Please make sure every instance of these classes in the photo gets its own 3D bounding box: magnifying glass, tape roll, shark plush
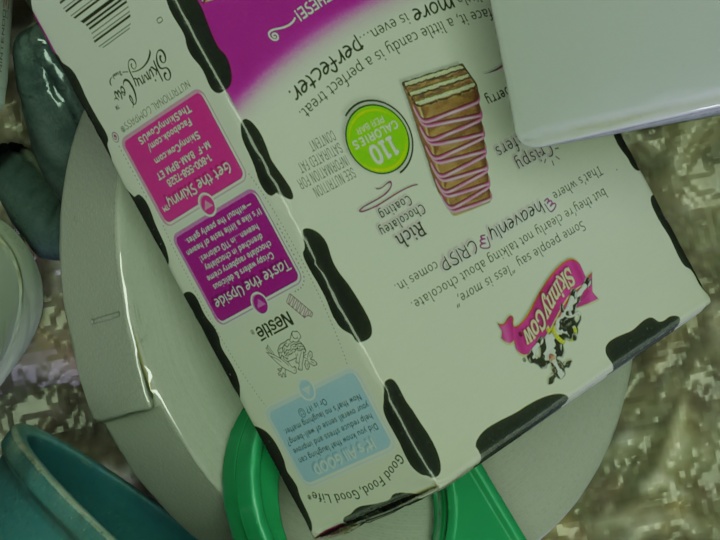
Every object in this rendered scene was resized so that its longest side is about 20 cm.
[{"bbox_3d":[0.040,0.098,0.789,0.200,0.022,0.080,36,59,-24],"label":"magnifying glass"},{"bbox_3d":[0.000,0.000,0.816,0.202,0.037,0.204,9,75,-35],"label":"tape roll"},{"bbox_3d":[-0.065,0.018,0.833,0.090,0.083,0.202,-12,93,-1],"label":"shark plush"}]

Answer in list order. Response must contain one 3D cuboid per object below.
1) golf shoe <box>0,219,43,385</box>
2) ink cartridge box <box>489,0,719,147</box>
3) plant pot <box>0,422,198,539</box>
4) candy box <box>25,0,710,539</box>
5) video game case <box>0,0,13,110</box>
[{"bbox_3d":[-0.167,0.068,0.818,0.075,0.092,0.201,27,86,-6],"label":"golf shoe"},{"bbox_3d":[0.106,-0.120,0.775,0.083,0.200,0.145,-10,92,26],"label":"ink cartridge box"},{"bbox_3d":[-0.074,0.178,0.732,0.200,0.200,0.188,38,89,-3],"label":"plant pot"},{"bbox_3d":[-0.001,-0.044,0.753,0.136,0.061,0.201,-28,90,-43],"label":"candy box"},{"bbox_3d":[-0.197,-0.144,0.820,0.198,0.022,0.184,3,88,17],"label":"video game case"}]
